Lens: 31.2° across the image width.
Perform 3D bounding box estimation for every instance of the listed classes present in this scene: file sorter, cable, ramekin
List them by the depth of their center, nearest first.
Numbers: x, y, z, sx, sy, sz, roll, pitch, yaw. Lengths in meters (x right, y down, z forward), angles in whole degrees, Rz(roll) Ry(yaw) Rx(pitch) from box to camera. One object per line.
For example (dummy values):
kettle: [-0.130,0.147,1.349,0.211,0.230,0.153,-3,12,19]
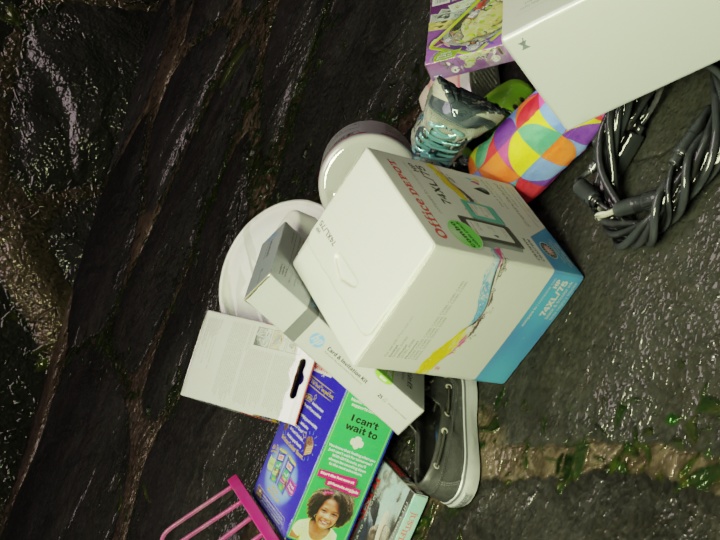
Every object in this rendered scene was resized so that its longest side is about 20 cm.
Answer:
cable: [0.262,-0.117,1.131,0.200,0.051,0.164,-56,26,26]
file sorter: [-0.131,0.348,1.427,0.125,0.139,0.200,-33,21,-10]
ramekin: [-0.073,0.019,1.621,0.201,0.094,0.204,-12,67,30]

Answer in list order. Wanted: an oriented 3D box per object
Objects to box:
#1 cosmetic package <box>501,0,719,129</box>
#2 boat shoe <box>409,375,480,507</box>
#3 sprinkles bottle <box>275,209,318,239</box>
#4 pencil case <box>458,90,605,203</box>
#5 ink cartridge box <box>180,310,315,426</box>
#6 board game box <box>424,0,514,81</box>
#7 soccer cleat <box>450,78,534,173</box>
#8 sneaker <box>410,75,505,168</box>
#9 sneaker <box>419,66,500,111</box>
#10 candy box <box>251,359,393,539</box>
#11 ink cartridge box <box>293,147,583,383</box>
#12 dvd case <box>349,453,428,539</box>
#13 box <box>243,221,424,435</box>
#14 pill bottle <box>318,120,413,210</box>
cosmetic package: [0.236,-0.261,1.123,0.199,0.123,0.201,-23,37,29]
boat shoe: [0.073,0.145,1.299,0.070,0.066,0.201,-47,31,40]
sprinkles bottle: [0.000,0.000,1.419,0.068,0.199,0.069,-48,29,39]
pencil case: [0.186,-0.143,1.285,0.200,0.088,0.089,-43,33,43]
ink cartridge box: [-0.117,0.118,1.515,0.199,0.050,0.110,10,79,42]
board game box: [0.167,-0.267,1.349,0.199,0.032,0.120,-11,40,19]
soccer cleat: [0.118,-0.138,1.432,0.200,0.068,0.081,-44,2,43]
sneaker: [0.090,-0.138,1.297,0.087,0.077,0.200,-63,1,3]
sneaker: [0.115,-0.245,1.538,0.105,0.075,0.201,-33,45,46]
candy box: [-0.037,0.192,1.438,0.201,0.077,0.169,-69,19,2]
ink cartridge box: [0.071,0.000,1.216,0.146,0.199,0.147,-56,46,26]
dvd case: [0.003,0.272,1.403,0.147,0.022,0.200,-66,23,5]
box: [-0.020,0.053,1.267,0.041,0.200,0.156,-43,12,16]
pill bottle: [0.010,-0.110,1.467,0.114,0.113,0.200,-63,6,12]
